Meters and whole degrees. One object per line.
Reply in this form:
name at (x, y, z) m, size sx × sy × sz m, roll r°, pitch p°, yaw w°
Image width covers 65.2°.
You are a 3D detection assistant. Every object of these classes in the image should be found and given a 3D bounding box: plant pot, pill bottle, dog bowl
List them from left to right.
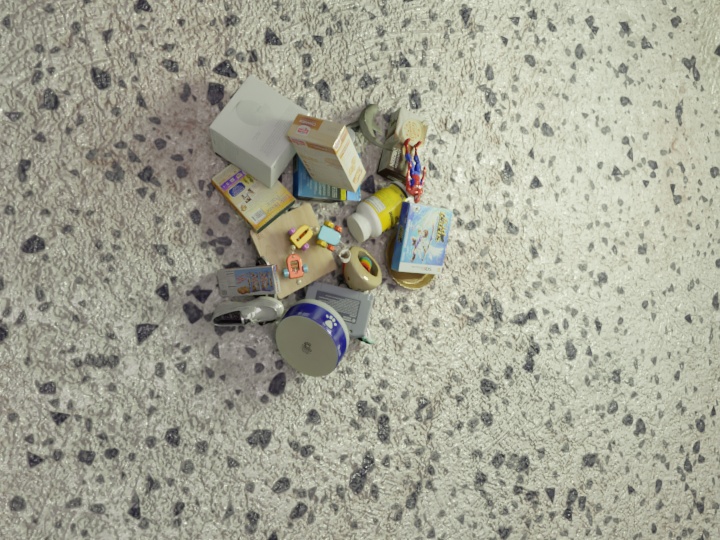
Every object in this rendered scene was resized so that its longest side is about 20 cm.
dog bowl at (-0.132, 0.185, 1.535) m, size 0.202 × 0.197 × 0.079 m, roll 52°, pitch 36°, yaw -11°
pill bottle at (0.058, -0.174, 1.699) m, size 0.198 × 0.112 × 0.115 m, roll -35°, pitch 100°, yaw -22°
plant pot at (0.162, -0.044, 1.784) m, size 0.193 × 0.027 × 0.208 m, roll 2°, pitch 86°, yaw -25°

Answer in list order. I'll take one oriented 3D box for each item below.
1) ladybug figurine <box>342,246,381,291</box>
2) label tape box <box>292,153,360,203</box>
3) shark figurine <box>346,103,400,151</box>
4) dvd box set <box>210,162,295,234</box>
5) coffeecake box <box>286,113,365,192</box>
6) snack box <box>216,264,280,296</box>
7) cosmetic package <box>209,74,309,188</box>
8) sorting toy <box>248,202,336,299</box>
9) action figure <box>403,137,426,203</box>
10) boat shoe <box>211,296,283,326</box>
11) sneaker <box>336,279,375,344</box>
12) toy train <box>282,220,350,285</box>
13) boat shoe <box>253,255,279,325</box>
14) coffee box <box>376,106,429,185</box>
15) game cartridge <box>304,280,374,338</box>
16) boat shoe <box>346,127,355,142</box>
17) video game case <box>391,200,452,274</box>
ladybug figurine at (0.000, 0.000, 1.638) m, size 0.136 × 0.201 × 0.072 m, roll 45°, pitch 109°, yaw -6°
label tape box at (-0.100, -0.278, 1.661) m, size 0.193 × 0.063 × 0.150 m, roll 3°, pitch 84°, yaw -24°
shark figurine at (0.033, -0.435, 1.683) m, size 0.124 × 0.091 × 0.219 m, roll -15°, pitch 56°, yaw -14°
dvd box set at (-0.294, -0.218, 1.549) m, size 0.146 × 0.030 × 0.200 m, roll -41°, pitch 80°, yaw -21°
coffeecake box at (-0.088, -0.310, 1.500) m, size 0.150 × 0.201 × 0.075 m, roll 21°, pitch 72°, yaw 25°
snack box at (-0.297, 0.028, 1.487) m, size 0.024 × 0.194 × 0.075 m, roll -19°, pitch 103°, yaw -59°
cosmetic package at (-0.269, -0.374, 1.526) m, size 0.196 × 0.123 × 0.203 m, roll 31°, pitch 70°, yaw 3°
sorting toy at (-0.196, -0.054, 1.599) m, size 0.195 × 0.069 × 0.206 m, roll -27°, pitch 97°, yaw -23°
action figure at (0.162, -0.295, 1.678) m, size 0.063 × 0.051 × 0.208 m, roll 9°, pitch 70°, yaw -28°
boat shoe at (-0.301, 0.115, 1.488) m, size 0.192 × 0.069 × 0.074 m, roll 1°, pitch 121°, yaw 8°
sneaker at (-0.003, 0.111, 1.670) m, size 0.200 × 0.077 × 0.141 m, roll 43°, pitch 72°, yaw -16°
toy train at (-0.132, -0.053, 1.558) m, size 0.194 × 0.055 × 0.156 m, roll -16°, pitch 90°, yaw -15°
boat shoe at (-0.264, 0.059, 1.527) m, size 0.059 × 0.074 × 0.206 m, roll -21°, pitch 129°, yaw -26°
coffee box at (0.133, -0.385, 1.766) m, size 0.111 × 0.079 × 0.207 m, roll 20°, pitch 78°, yaw -21°
game cartridge at (-0.068, 0.115, 1.589) m, size 0.193 × 0.041 × 0.137 m, roll 13°, pitch 72°, yaw 11°
boat shoe at (-0.111, -0.392, 1.664) m, size 0.192 × 0.066 × 0.075 m, roll -2°, pitch 84°, yaw -2°
video game case at (0.189, -0.095, 1.715) m, size 0.176 × 0.045 × 0.208 m, roll 3°, pitch 100°, yaw -36°
